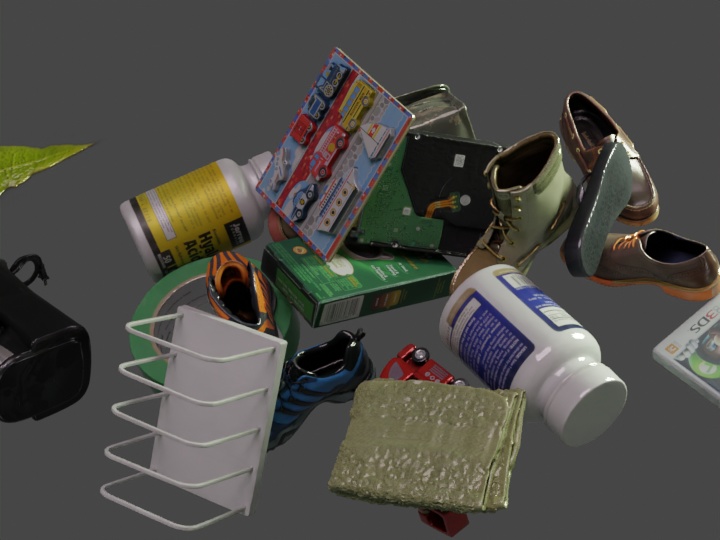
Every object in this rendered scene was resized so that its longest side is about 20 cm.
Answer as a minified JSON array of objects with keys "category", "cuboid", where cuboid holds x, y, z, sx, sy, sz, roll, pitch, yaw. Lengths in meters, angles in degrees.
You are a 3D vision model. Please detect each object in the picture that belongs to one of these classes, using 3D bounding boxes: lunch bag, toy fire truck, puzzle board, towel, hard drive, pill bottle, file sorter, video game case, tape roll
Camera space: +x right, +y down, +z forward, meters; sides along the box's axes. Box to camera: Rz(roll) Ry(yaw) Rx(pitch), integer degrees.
[{"category":"lunch bag","cuboid":[0.053,-0.153,1.830,0.164,0.118,0.200,-20,18,-1]},{"category":"toy fire truck","cuboid":[0.073,0.180,1.604,0.141,0.049,0.200,-40,51,-17]},{"category":"puzzle board","cuboid":[-0.035,-0.133,1.687,0.151,0.017,0.200,46,115,34]},{"category":"towel","cuboid":[0.070,0.183,1.540,0.200,0.037,0.149,2,56,26]},{"category":"hard drive","cuboid":[0.088,-0.090,1.720,0.200,0.140,0.038,6,14,-19]},{"category":"pill bottle","cuboid":[0.188,0.094,1.598,0.120,0.120,0.200,-33,50,-14]},{"category":"file sorter","cuboid":[-0.185,0.158,1.570,0.139,0.200,0.124,18,15,27]},{"category":"video game case","cuboid":[0.451,0.090,1.597,0.182,0.023,0.200,-38,52,-17]},{"category":"tape roll","cuboid":[-0.173,0.072,1.759,0.200,0.048,0.201,-7,50,8]},{"category":"pill bottle","cuboid":[-0.188,-0.073,1.842,0.200,0.111,0.111,-25,49,-6]}]

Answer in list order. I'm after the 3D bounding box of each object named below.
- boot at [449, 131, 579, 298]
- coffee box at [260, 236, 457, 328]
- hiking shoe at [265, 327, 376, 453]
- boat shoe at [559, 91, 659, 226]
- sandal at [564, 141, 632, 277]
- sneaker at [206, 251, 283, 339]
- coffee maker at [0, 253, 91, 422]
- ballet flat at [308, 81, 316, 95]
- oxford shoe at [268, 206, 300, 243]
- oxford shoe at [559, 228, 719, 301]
[{"category":"boot","cuboid":[0.161,-0.053,1.654,0.200,0.155,0.072,-45,61,-6]},{"category":"coffee box","cuboid":[0.000,0.000,1.725,0.200,0.044,0.123,-14,43,-33]},{"category":"hiking shoe","cuboid":[-0.080,0.131,1.658,0.200,0.087,0.074,-31,50,-12]},{"category":"boat shoe","cuboid":[0.298,-0.139,1.800,0.070,0.070,0.200,-23,50,-10]},{"category":"sandal","cuboid":[0.263,-0.077,1.682,0.043,0.076,0.200,1,42,32]},{"category":"sneaker","cuboid":[-0.138,0.017,1.684,0.077,0.112,0.200,-23,42,-8]},{"category":"coffee maker","cuboid":[-0.411,0.070,1.766,0.200,0.135,0.192,33,64,33]},{"category":"ballet flat","cuboid":[-0.034,-0.210,1.810,0.066,0.057,0.200,-33,22,5]},{"category":"oxford shoe","cuboid":[-0.054,-0.111,1.800,0.075,0.070,0.200,-23,44,35]},{"category":"oxford shoe","cuboid":[0.317,-0.024,1.689,0.200,0.073,0.071,10,55,32]}]
